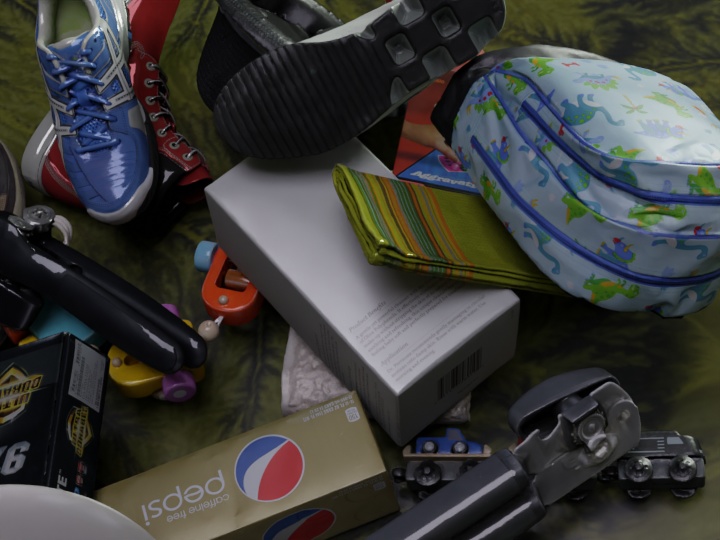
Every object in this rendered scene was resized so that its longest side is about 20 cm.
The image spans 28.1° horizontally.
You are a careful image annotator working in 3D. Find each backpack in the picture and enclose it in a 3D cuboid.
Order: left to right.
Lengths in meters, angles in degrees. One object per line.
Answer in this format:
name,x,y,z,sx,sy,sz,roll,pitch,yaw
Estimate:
backpack,0.154,-0.058,0.891,0.162,0.154,0.201,7,48,-23

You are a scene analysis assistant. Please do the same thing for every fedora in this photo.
fedora,-0.060,-0.146,1.070,0.201,0.200,0.092,47,112,30

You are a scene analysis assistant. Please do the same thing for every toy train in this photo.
toy train,-0.151,0.027,1.025,0.199,0.056,0.151,6,58,12
toy train,0.120,0.122,0.925,0.199,0.034,0.046,-2,55,9

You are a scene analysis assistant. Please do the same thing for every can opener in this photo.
can opener,-0.187,0.015,0.978,0.199,0.079,0.063,25,24,18
can opener,0.083,0.130,0.887,0.200,0.053,0.067,-32,29,-7

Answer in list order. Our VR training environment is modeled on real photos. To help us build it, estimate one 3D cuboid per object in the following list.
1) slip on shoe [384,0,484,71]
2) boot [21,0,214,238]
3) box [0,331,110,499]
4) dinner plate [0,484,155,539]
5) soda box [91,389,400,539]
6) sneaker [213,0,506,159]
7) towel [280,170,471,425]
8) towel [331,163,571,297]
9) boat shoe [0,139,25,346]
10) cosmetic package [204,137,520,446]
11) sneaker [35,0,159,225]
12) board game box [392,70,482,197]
slip on shoe,0.064,-0.158,1.089,0.074,0.061,0.201,-18,59,-3
boot,-0.151,-0.128,1.095,0.144,0.072,0.201,22,82,22
box,-0.258,0.139,0.936,0.199,0.046,0.160,-16,55,29
dinner plate,-0.196,0.215,0.842,0.199,0.201,0.024,-10,25,4
soda box,-0.080,0.151,0.924,0.199,0.068,0.064,-22,58,-3
sneaker,-0.002,-0.129,0.947,0.199,0.089,0.074,-25,96,-3
towel,0.021,0.014,1.009,0.132,0.035,0.201,1,60,12
towel,0.079,-0.024,0.913,0.199,0.018,0.086,9,39,-31
boat shoe,-0.296,-0.031,1.060,0.074,0.073,0.201,-25,55,22
cosmetic package,0.000,0.000,0.946,0.107,0.085,0.200,-35,64,-16
sneaker,-0.199,-0.128,1.034,0.075,0.077,0.201,-19,75,11
board game box,0.127,-0.080,1.022,0.199,0.019,0.103,12,67,2
